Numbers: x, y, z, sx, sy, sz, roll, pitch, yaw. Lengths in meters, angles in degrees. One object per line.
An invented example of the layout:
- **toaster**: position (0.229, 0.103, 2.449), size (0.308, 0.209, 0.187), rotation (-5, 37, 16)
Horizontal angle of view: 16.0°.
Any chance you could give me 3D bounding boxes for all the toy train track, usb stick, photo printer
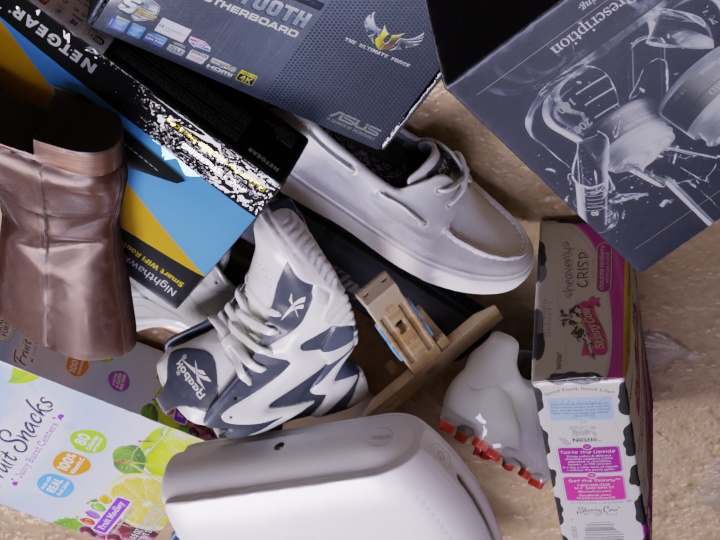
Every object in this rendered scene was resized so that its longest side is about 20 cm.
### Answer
- **toy train track**: position (0.028, 0.039, 1.631), size (0.115, 0.033, 0.200), rotation (-40, 156, -2)
- **usb stick**: position (0.000, 0.000, 1.676), size (0.200, 0.033, 0.055), rotation (33, 127, -26)
- **photo printer**: position (-0.009, 0.174, 1.679), size (0.200, 0.070, 0.167), rotation (-9, 128, 23)

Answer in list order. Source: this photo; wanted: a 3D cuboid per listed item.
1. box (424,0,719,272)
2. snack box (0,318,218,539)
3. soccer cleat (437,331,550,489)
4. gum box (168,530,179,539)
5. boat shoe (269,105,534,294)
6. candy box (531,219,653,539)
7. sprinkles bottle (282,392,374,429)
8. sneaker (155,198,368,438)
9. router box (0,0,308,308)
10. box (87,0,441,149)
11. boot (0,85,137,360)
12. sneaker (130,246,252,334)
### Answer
- **box**: position (0.170, -0.131, 1.398), size (0.200, 0.104, 0.182), rotation (-36, 125, 20)
- **snack box**: position (-0.210, 0.108, 1.818), size (0.200, 0.068, 0.169), rotation (23, 139, -13)
- **soccer cleat**: position (0.107, 0.095, 1.724), size (0.069, 0.078, 0.200), rotation (27, 175, 21)
- **gum box**: position (-0.039, 0.198, 1.837), size (0.170, 0.045, 0.200), rotation (30, 156, -4)
- **boat shoe**: position (0.031, -0.055, 1.587), size (0.200, 0.072, 0.069), rotation (32, 138, -12)
- **candy box**: position (0.154, 0.081, 1.664), size (0.061, 0.137, 0.200), rotation (-3, 139, 11)
- **sprinkles bottle**: position (0.022, 0.156, 1.830), size (0.068, 0.068, 0.200), rotation (-16, 134, 27)
- **sneaker**: position (-0.073, 0.044, 1.614), size (0.129, 0.080, 0.199), rotation (-26, 152, -8)
- **router box**: position (-0.151, -0.084, 1.557), size (0.200, 0.051, 0.149), rotation (36, 136, -7)
- **box**: position (-0.036, -0.166, 1.474), size (0.200, 0.051, 0.158), rotation (22, 136, -17)
- **boot**: position (-0.224, -0.034, 1.566), size (0.186, 0.064, 0.200), rotation (20, 142, 13)
- **sneaker**: position (-0.129, -0.001, 1.680), size (0.200, 0.076, 0.092), rotation (15, 133, -19)
